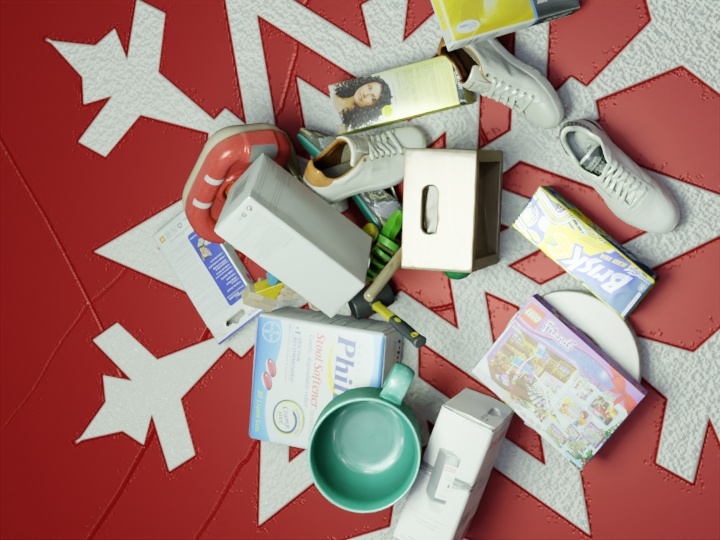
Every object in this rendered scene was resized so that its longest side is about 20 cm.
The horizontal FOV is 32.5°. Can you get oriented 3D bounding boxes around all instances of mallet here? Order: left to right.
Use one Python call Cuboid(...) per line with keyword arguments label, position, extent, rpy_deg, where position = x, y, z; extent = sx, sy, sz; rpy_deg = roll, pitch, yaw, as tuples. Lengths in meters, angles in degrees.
Cuboid(label="mallet", position=(0.051, 0.061, 1.708), extent=(0.065, 0.199, 0.042), rpy_deg=(-27, 116, -20))

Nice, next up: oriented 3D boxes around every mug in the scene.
Cuboid(label="mug", position=(0.021, 0.226, 1.657), extent=(0.183, 0.114, 0.154), rpy_deg=(-30, 93, 6))

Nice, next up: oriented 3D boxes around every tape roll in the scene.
Cuboid(label="tape roll", position=(0.286, 0.129, 1.696), extent=(0.199, 0.037, 0.207), rpy_deg=(2, 95, 19))

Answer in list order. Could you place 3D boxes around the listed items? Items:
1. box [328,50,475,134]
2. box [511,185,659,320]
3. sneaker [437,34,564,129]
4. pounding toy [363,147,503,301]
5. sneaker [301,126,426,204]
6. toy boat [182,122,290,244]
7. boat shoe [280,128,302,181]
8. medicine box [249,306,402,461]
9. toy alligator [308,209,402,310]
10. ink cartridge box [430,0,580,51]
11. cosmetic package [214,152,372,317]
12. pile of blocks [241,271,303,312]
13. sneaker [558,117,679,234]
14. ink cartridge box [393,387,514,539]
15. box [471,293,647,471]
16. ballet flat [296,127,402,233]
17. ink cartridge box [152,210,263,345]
Cuboid(label="box", position=(0.057, -0.247, 1.741), extent=(0.197, 0.050, 0.077), rpy_deg=(-13, 90, 20))
Cuboid(label="box", position=(0.302, -0.026, 1.662), extent=(0.199, 0.064, 0.070), rpy_deg=(41, 107, 12))
Cuboid(label="sneaker", position=(0.182, -0.248, 1.660), extent=(0.199, 0.085, 0.073), rpy_deg=(41, 146, 1))
Cuboid(label="pounding toy", position=(0.102, -0.063, 1.668), extent=(0.140, 0.184, 0.204), rpy_deg=(4, 96, 20))
Cuboid(label="sneaker", position=(0.012, -0.155, 1.691), extent=(0.198, 0.085, 0.073), rpy_deg=(-28, 66, -22))
Cuboid(label="toy boat", position=(-0.163, -0.102, 1.725), extent=(0.132, 0.129, 0.201), rpy_deg=(62, 141, 24))
Cuboid(label="boat shoe", position=(-0.106, -0.114, 1.805), extent=(0.072, 0.063, 0.204), rpy_deg=(-21, 87, 20))
Cuboid(label="medicine box", position=(-0.048, 0.160, 1.786), extent=(0.197, 0.103, 0.186), rpy_deg=(7, 97, 20))
Cuboid(label="toy alligator", position=(0.000, 0.000, 1.730), extent=(0.059, 0.055, 0.200), rpy_deg=(32, 111, -31))
Cuboid(label="ink cartridge box", position=(0.172, -0.413, 1.633), extent=(0.195, 0.047, 0.203), rpy_deg=(-19, 90, -17))
Cuboid(label="cosmetic package", position=(-0.083, -0.046, 1.630), extent=(0.199, 0.114, 0.081), rpy_deg=(39, 122, -18))
Cuboid(label="pile of blocks", position=(-0.080, -0.006, 1.778), extent=(0.197, 0.062, 0.083), rpy_deg=(-15, 127, -5))
Cuboid(label="sneaker", position=(0.337, -0.120, 1.634), extent=(0.200, 0.080, 0.077), rpy_deg=(43, 105, 10))
Cuboid(label="ink cartridge box", position=(0.131, 0.277, 1.706), extent=(0.084, 0.145, 0.203), rpy_deg=(25, 102, 15))
Cuboid(label="box", position=(0.267, 0.149, 1.664), extent=(0.200, 0.039, 0.137), rpy_deg=(42, 107, 12))
Cuboid(label="ballet flat", position=(-0.007, -0.141, 1.774), extent=(0.072, 0.072, 0.201), rpy_deg=(-44, 80, 18))
Cuboid(label="ink cartridge box", position=(-0.227, 0.002, 1.875), extent=(0.094, 0.037, 0.202), rpy_deg=(-35, 80, 18))
